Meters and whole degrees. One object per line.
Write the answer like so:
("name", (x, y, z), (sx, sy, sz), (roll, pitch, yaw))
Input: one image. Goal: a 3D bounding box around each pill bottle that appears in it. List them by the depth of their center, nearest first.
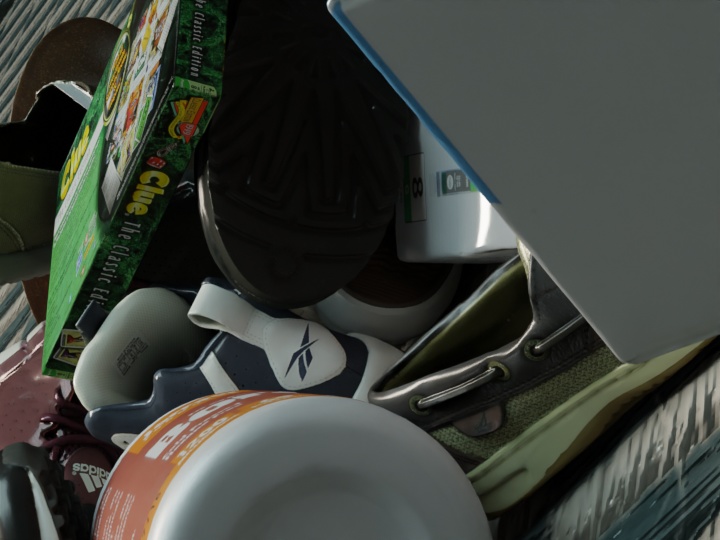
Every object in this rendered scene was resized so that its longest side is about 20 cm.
("pill bottle", (-0.032, 0.096, 0.928), (0.113, 0.112, 0.200), (-60, 11, -8))

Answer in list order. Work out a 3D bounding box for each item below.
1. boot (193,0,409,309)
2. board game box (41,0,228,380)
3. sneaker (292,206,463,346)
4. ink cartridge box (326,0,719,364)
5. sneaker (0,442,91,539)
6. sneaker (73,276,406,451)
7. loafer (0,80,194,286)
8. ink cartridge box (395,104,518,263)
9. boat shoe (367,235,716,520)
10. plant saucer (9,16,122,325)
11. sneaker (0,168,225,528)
("boot", (-0.039, -0.069, 1.108), (0.158, 0.079, 0.212), (137, 141, -64))
("board game box", (-0.089, -0.052, 1.084), (0.200, 0.023, 0.105), (121, 153, -51))
("sneaker", (0.000, 0.000, 1.166), (0.200, 0.072, 0.085), (-101, 19, -65))
("ink cartridge box", (0.107, -0.110, 0.765), (0.146, 0.147, 0.201), (-22, 34, 33))
("sneaker", (-0.131, 0.163, 0.979), (0.070, 0.089, 0.201), (-103, 5, -77))
("sneaker", (-0.068, 0.060, 1.101), (0.199, 0.129, 0.080), (-33, 27, 59))
("loafer", (-0.111, -0.048, 1.231), (0.075, 0.199, 0.070), (32, 128, 38))
("ink cartridge box", (0.061, -0.086, 0.990), (0.200, 0.050, 0.162), (174, 94, -73))
("boat shoe", (0.075, 0.002, 0.872), (0.200, 0.065, 0.073), (-49, 15, 28))
("plant saucer", (-0.116, -0.033, 1.421), (0.036, 0.201, 0.201), (-6, 42, 24))
("sneaker", (-0.103, 0.055, 1.177), (0.200, 0.075, 0.116), (-46, 33, 20))
